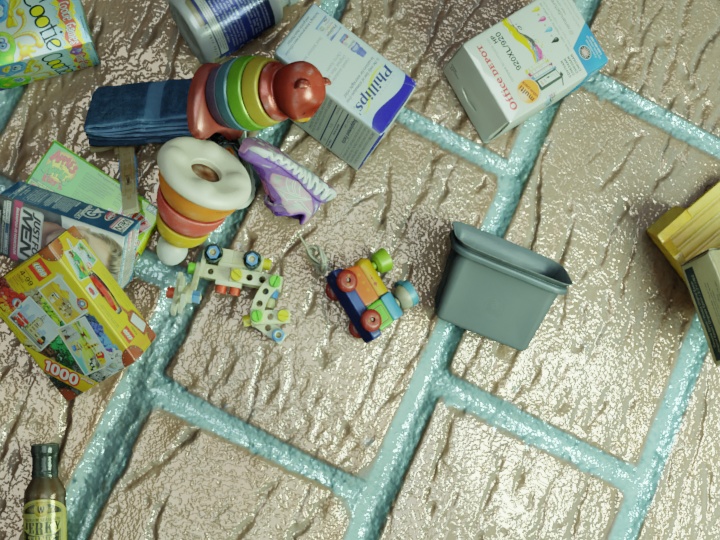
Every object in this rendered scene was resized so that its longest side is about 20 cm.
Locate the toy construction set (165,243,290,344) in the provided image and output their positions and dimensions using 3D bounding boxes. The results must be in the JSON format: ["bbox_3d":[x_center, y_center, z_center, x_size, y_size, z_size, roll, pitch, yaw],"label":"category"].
[{"bbox_3d":[-0.198,0.032,1.470,0.196,0.092,0.134,12,81,-18],"label":"toy construction set"}]

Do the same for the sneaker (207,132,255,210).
[{"bbox_3d":[-0.207,-0.199,1.498,0.073,0.079,0.204,-16,84,-8],"label":"sneaker"}]

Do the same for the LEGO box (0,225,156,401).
[{"bbox_3d":[-0.416,0.064,1.379,0.148,0.077,0.201,-29,105,23],"label":"LEGO box"}]

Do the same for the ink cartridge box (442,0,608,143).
[{"bbox_3d":[0.261,-0.328,1.548,0.198,0.145,0.149,-32,89,-10],"label":"ink cartridge box"}]

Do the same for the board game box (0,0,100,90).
[{"bbox_3d":[-0.511,-0.352,1.458,0.197,0.103,0.107,-18,86,-10],"label":"board game box"}]

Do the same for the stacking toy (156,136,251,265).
[{"bbox_3d":[-0.262,-0.084,1.433,0.145,0.147,0.201,32,124,-3],"label":"stacking toy"}]

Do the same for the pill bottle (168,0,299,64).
[{"bbox_3d":[-0.189,-0.421,1.506,0.198,0.120,0.121,-34,89,-10],"label":"pill bottle"}]

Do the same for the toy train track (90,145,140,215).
[{"bbox_3d":[-0.351,-0.162,1.464,0.112,0.033,0.203,-13,55,1],"label":"toy train track"}]

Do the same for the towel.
[{"bbox_3d":[-0.320,-0.245,1.463,0.196,0.049,0.113,-3,55,8],"label":"towel"}]

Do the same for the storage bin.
[{"bbox_3d":[0.210,0.027,1.514,0.197,0.146,0.136,22,108,-5],"label":"storage bin"}]

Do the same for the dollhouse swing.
[{"bbox_3d":[0.599,-0.036,1.558,0.175,0.182,0.201,-37,89,11],"label":"dollhouse swing"}]

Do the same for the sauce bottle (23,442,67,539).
[{"bbox_3d":[-0.461,0.356,1.400,0.063,0.065,0.204,-3,83,-9],"label":"sauce bottle"}]

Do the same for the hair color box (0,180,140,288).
[{"bbox_3d":[-0.430,-0.049,1.410,0.196,0.061,0.102,18,118,4],"label":"hair color box"}]

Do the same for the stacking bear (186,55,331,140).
[{"bbox_3d":[-0.138,-0.251,1.372,0.197,0.121,0.116,0,96,32],"label":"stacking bear"}]

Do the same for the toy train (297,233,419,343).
[{"bbox_3d":[0.000,0.000,1.507,0.115,0.085,0.202,-31,88,-21],"label":"toy train"}]

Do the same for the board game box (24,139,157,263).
[{"bbox_3d":[-0.410,-0.099,1.471,0.198,0.048,0.103,33,79,-4],"label":"board game box"}]

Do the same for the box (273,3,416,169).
[{"bbox_3d":[-0.036,-0.277,1.478,0.199,0.184,0.106,37,75,-3],"label":"box"}]

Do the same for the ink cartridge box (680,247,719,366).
[{"bbox_3d":[0.606,0.041,1.463,0.197,0.075,0.168,-10,76,-25],"label":"ink cartridge box"}]

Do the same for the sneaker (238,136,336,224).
[{"bbox_3d":[-0.121,-0.130,1.466,0.089,0.199,0.080,-52,50,5],"label":"sneaker"}]
